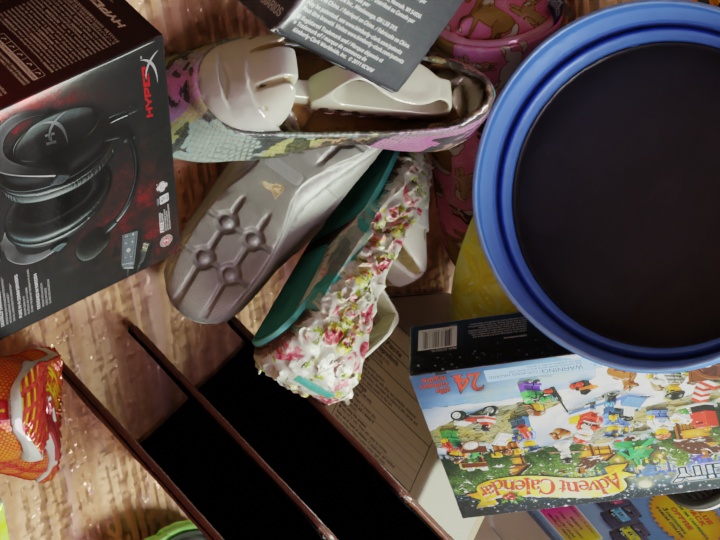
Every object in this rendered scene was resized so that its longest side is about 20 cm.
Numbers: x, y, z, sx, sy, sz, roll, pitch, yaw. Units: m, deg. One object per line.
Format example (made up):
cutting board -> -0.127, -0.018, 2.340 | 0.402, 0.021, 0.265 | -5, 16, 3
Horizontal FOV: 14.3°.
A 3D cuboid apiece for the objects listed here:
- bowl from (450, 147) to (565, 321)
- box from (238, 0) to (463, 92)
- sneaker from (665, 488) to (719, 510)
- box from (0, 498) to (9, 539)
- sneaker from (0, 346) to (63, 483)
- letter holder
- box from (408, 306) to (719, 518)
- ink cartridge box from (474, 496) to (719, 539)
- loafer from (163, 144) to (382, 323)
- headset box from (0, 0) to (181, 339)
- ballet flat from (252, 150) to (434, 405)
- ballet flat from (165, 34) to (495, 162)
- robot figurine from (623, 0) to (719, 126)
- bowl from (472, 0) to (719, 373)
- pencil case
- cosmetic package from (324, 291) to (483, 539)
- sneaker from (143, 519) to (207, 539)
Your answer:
bowl -> 0.156, -0.003, 1.639 | 0.200, 0.108, 0.200 | -34, 142, -31
box -> 0.012, -0.210, 1.423 | 0.106, 0.122, 0.200 | 24, 105, -51
sneaker -> 0.253, 0.062, 1.714 | 0.200, 0.084, 0.121 | -57, 154, -1
box -> -0.284, 0.201, 1.577 | 0.200, 0.048, 0.122 | -28, 138, -23
sneaker -> -0.195, 0.072, 1.497 | 0.077, 0.073, 0.200 | -1, 171, 0
letter holder -> -0.064, 0.098, 1.568 | 0.101, 0.200, 0.142 | -43, 142, -4
box -> 0.139, 0.074, 1.601 | 0.200, 0.038, 0.137 | -8, 137, 12
ink cartridge box -> 0.179, 0.174, 1.923 | 0.200, 0.136, 0.076 | -8, 134, -39
loafer -> -0.039, -0.057, 1.574 | 0.200, 0.070, 0.070 | -50, -178, -6
headset box -> -0.195, -0.041, 1.419 | 0.200, 0.077, 0.149 | -27, 139, -26
ballet flat -> 0.000, 0.000, 1.585 | 0.076, 0.064, 0.200 | -29, -157, 47
ballet flat -> -0.023, -0.095, 1.500 | 0.200, 0.069, 0.071 | 0, 165, -18
robot figurine -> 0.207, -0.150, 1.615 | 0.145, 0.200, 0.058 | 14, 154, -39
bowl -> 0.161, -0.043, 1.525 | 0.201, 0.201, 0.039 | -48, 163, 3
pencil case -> 0.080, -0.086, 1.639 | 0.086, 0.083, 0.200 | -8, 135, -2
cosmetic package -> 0.024, 0.123, 1.757 | 0.073, 0.104, 0.200 | -3, 126, -44
sneaker -> -0.092, 0.221, 1.748 | 0.077, 0.084, 0.200 | -40, 143, -9
